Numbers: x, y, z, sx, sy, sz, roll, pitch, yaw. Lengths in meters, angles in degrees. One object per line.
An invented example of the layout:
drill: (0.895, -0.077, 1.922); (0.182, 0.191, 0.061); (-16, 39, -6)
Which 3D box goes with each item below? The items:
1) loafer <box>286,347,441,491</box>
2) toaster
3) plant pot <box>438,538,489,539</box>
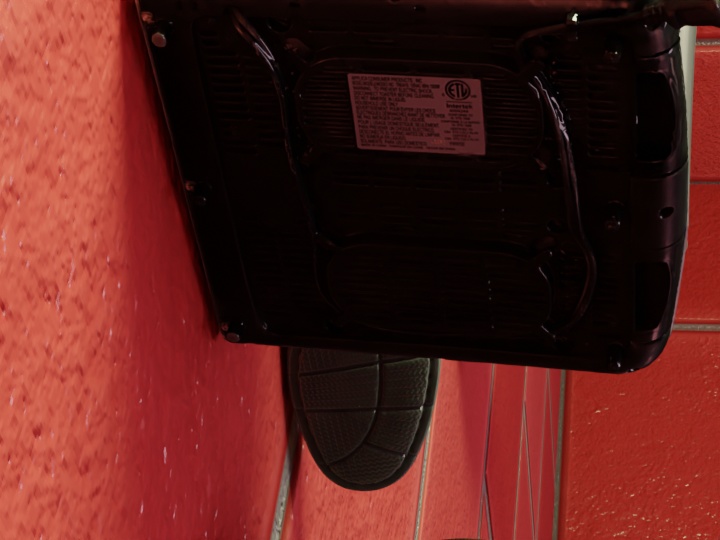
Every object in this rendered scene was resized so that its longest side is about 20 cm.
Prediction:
loafer: (0.000, 0.000, 0.757); (0.063, 0.071, 0.202); (-80, 166, -68)
toaster: (0.036, -0.061, 0.580); (0.182, 0.198, 0.119); (79, 19, -46)
plant pot: (0.032, 0.210, 0.685); (0.175, 0.198, 0.203); (143, -51, -80)
